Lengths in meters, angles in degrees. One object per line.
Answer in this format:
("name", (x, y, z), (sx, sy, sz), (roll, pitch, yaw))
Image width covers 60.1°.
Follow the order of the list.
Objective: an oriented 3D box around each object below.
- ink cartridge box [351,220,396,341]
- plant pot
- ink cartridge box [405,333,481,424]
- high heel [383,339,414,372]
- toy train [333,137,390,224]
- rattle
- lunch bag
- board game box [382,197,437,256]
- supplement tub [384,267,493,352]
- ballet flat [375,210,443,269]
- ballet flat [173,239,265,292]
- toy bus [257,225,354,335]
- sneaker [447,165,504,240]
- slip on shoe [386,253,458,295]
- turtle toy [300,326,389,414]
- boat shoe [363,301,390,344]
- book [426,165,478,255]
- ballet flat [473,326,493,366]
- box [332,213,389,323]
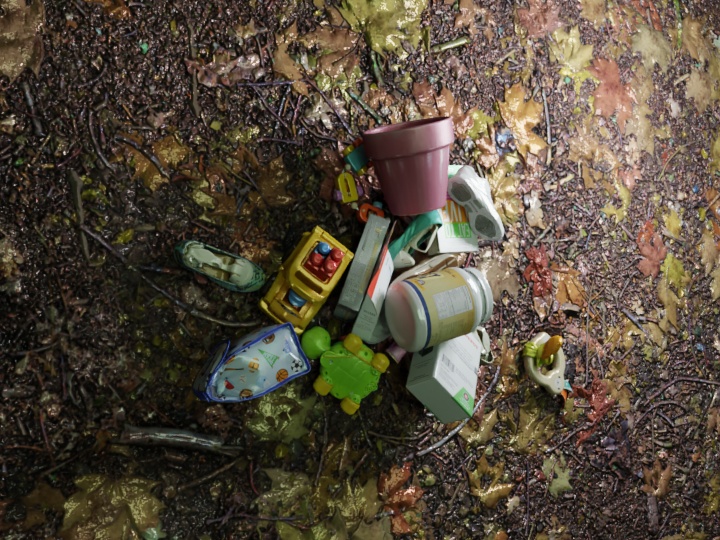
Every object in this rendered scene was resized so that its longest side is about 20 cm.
("ink cartridge box", (0.043, 0.022, 1.295), (0.046, 0.202, 0.162), (22, 43, -1))
("plant pot", (0.112, -0.224, 1.344), (0.196, 0.199, 0.184), (-19, 109, -26))
("ink cartridge box", (0.190, 0.210, 1.385), (0.146, 0.083, 0.202), (46, 41, -24))
("high heel", (0.144, 0.221, 1.426), (0.200, 0.067, 0.096), (47, 69, -4))
("toy train", (0.004, -0.191, 1.405), (0.147, 0.055, 0.206), (15, 76, -28))
("rattle", (0.509, 0.252, 1.559), (0.129, 0.142, 0.203), (-32, 92, -43))
("lunch bag", (-0.222, 0.185, 1.191), (0.197, 0.169, 0.126), (-27, 93, -25))
("board game box", (0.169, -0.159, 1.488), (0.200, 0.040, 0.154), (44, 68, -15))
("supplement tub", (0.164, 0.076, 1.297), (0.196, 0.144, 0.148), (-14, 90, -26))
("ballet flat", (0.110, -0.054, 1.390), (0.201, 0.067, 0.070), (-48, 62, 6))
("ballet flat", (-0.276, -0.007, 1.243), (0.196, 0.074, 0.076), (18, 77, -23))
("toy bus", (-0.101, 0.016, 1.250), (0.135, 0.192, 0.202), (36, 72, -10))
("sneaker", (0.285, -0.162, 1.450), (0.201, 0.077, 0.100), (54, 50, -23))
("slip on shoe", (0.131, 0.018, 1.390), (0.198, 0.060, 0.078), (-32, 114, -25))
("turtle toy", (-0.041, 0.194, 1.314), (0.198, 0.101, 0.147), (37, 95, -16))
("boat shoe", (0.090, 0.096, 1.398), (0.200, 0.086, 0.076), (-32, 97, -25))
("book", (0.211, -0.143, 1.463), (0.131, 0.048, 0.206), (-4, 86, -32))
("ballet flat", (0.268, 0.136, 1.485), (0.067, 0.075, 0.204), (-29, 97, -24))
("box", (0.000, 0.000, 1.323), (0.047, 0.159, 0.204), (20, 74, -2))
